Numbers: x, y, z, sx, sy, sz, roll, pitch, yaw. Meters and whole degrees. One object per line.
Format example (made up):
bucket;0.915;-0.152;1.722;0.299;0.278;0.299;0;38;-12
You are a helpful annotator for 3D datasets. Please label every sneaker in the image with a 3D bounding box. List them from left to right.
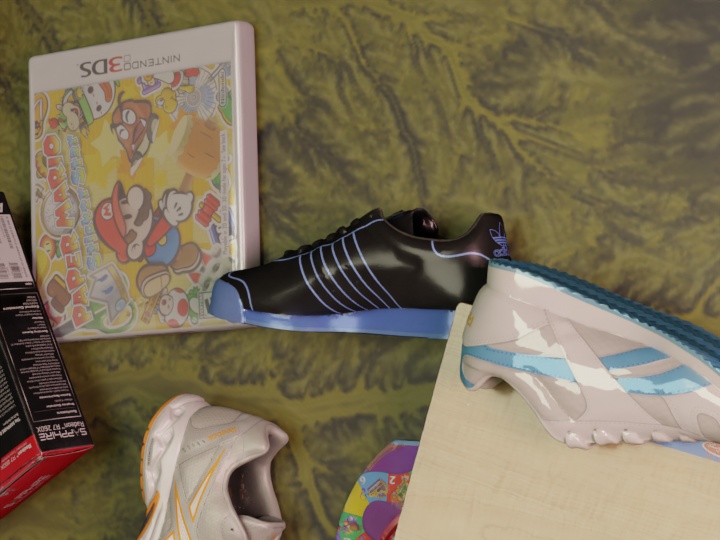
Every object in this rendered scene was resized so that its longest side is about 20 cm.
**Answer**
sneaker;-0.095;0.181;1.278;0.092;0.076;0.200;7;91;28
sneaker;0.000;0.000;1.233;0.200;0.070;0.078;2;89;25
sneaker;0.148;0.063;1.102;0.200;0.077;0.081;25;101;23

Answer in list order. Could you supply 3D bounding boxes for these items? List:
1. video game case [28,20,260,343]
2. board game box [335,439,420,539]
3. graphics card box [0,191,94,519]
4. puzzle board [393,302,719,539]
video game case;-0.147;-0.056;1.356;0.182;0.023;0.200;-5;84;32
board game box;0.057;0.182;1.197;0.200;0.039;0.158;1;87;32
graphics card box;-0.263;0.061;1.392;0.125;0.051;0.200;-39;68;40
puzzle board;0.130;0.116;1.144;0.200;0.017;0.151;15;89;17
